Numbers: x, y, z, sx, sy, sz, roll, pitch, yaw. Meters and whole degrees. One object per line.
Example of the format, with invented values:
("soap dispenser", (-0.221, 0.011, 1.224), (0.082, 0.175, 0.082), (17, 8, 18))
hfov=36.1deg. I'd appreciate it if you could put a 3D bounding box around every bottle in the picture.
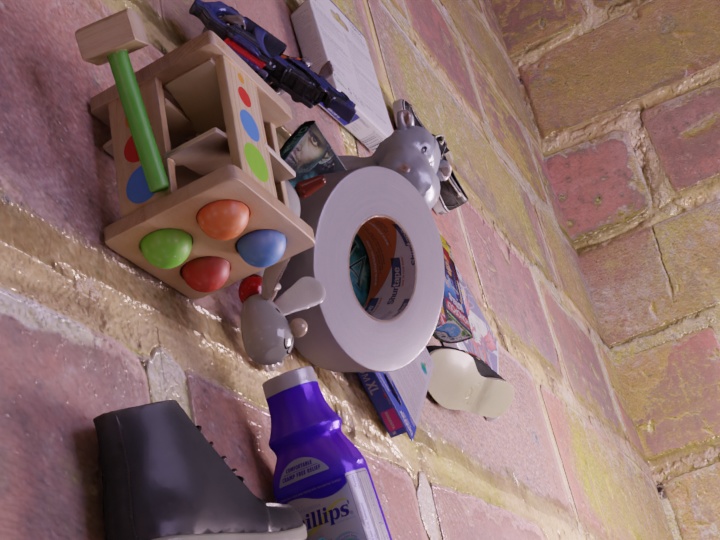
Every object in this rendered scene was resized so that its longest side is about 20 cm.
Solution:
("bottle", (-0.030, 0.182, 0.918), (0.065, 0.082, 0.203), (10, 60, -68))

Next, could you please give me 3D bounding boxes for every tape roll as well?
("tape roll", (0.000, 0.000, 1.108), (0.199, 0.065, 0.204), (7, 81, -48))

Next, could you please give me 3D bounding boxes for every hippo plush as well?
("hippo plush", (0.032, -0.087, 1.292), (0.160, 0.159, 0.201), (55, 21, -29))

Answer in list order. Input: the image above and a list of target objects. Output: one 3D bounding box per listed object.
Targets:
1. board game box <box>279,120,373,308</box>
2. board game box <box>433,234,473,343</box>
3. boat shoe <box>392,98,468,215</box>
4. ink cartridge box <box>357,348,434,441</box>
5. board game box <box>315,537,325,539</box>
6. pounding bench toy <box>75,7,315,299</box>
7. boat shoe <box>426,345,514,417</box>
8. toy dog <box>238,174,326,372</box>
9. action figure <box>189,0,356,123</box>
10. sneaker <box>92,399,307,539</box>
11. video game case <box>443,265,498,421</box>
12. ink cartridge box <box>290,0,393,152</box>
("board game box", (-0.037, -0.033, 1.144), (0.201, 0.028, 0.136), (55, 53, -31))
("board game box", (0.076, 0.019, 1.449), (0.200, 0.061, 0.203), (43, 31, -51))
("boat shoe", (0.116, -0.194, 1.809), (0.202, 0.063, 0.071), (64, 18, -9))
("ink cartridge box", (0.034, 0.105, 1.262), (0.121, 0.041, 0.200), (62, 16, -14))
("board game box", (-0.043, 0.306, 0.792), (0.151, 0.046, 0.203), (16, 54, -67))
("pounding bench toy", (-0.142, -0.086, 0.858), (0.200, 0.123, 0.158), (39, 33, -54))
("boat shoe", (0.128, 0.141, 1.456), (0.063, 0.074, 0.200), (35, 4, 42))
("toy dog", (-0.066, -0.017, 0.974), (0.132, 0.095, 0.203), (59, 17, -75))
("action figure", (-0.095, -0.193, 1.153), (0.199, 0.105, 0.193), (37, 24, 6))
("sneaker", (-0.103, 0.147, 0.764), (0.199, 0.074, 0.108), (23, 49, -63))
("video game case", (0.162, 0.097, 1.660), (0.184, 0.023, 0.201), (59, 20, -24))
("ink cartridge box", (-0.027, -0.285, 1.552), (0.196, 0.043, 0.203), (33, 36, -58))
